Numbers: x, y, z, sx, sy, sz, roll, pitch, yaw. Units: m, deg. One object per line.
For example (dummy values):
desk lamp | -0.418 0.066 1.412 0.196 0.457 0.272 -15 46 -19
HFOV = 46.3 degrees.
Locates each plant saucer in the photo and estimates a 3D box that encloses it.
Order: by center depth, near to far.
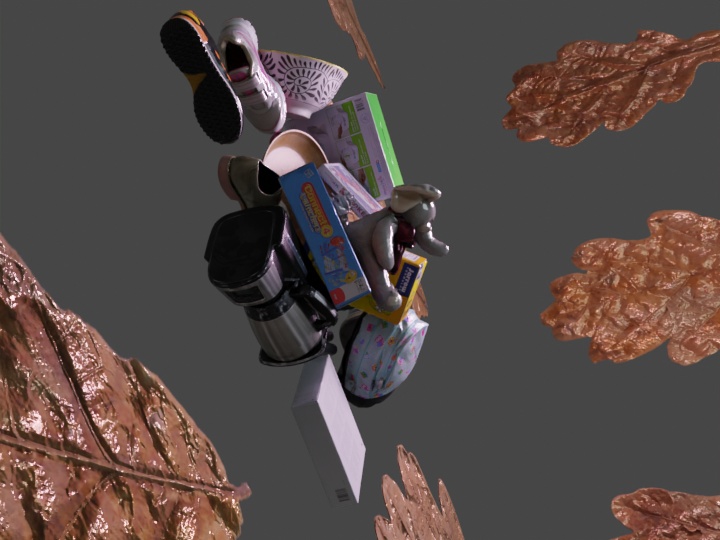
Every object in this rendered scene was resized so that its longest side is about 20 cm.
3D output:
plant saucer | -0.120 -0.143 1.471 0.199 0.035 0.203 1 89 -55

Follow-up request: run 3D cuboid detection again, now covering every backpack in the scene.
backpack | 0.042 0.143 1.557 0.167 0.126 0.201 -48 160 -49

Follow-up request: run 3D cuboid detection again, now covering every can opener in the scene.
can opener | -0.072 0.115 1.461 0.200 0.066 0.053 51 24 -73

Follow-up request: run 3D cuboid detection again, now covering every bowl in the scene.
bowl | -0.128 -0.330 1.535 0.201 0.198 0.095 -10 110 -78

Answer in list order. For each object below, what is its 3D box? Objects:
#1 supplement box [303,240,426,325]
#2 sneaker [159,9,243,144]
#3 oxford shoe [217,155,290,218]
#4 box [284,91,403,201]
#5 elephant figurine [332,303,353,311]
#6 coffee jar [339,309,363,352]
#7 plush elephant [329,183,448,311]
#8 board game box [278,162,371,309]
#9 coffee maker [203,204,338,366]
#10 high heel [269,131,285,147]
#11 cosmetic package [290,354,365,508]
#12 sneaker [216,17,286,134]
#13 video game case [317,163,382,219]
supplement box | 0.000 0.000 1.439 0.109 0.198 0.111 -27 138 -78
sneaker | -0.220 -0.288 1.239 0.090 0.069 0.201 -82 152 -56
oxford shoe | -0.148 -0.113 1.320 0.200 0.073 0.072 46 46 -60
box | -0.030 -0.216 1.619 0.097 0.175 0.202 -29 101 -73
elephant figurine | -0.028 0.033 1.640 0.156 0.140 0.201 -55 152 -38
coffee jar | 0.017 0.113 1.770 0.200 0.103 0.086 -61 131 -73
plush elephant | 0.061 -0.056 1.290 0.165 0.154 0.202 102 -36 -88
board game box | -0.051 -0.048 1.252 0.196 0.055 0.202 180 -114 -89
coffee maker | -0.131 0.007 1.195 0.193 0.134 0.201 -115 180 -46
high heel | -0.124 -0.161 1.581 0.202 0.067 0.096 68 -10 -14
cosmetic package | -0.049 0.264 1.397 0.151 0.051 0.202 -72 145 -66
sneaker | -0.192 -0.318 1.418 0.201 0.081 0.088 64 19 -19
video game case | 0.007 -0.116 1.472 0.182 0.023 0.200 47 11 -1
